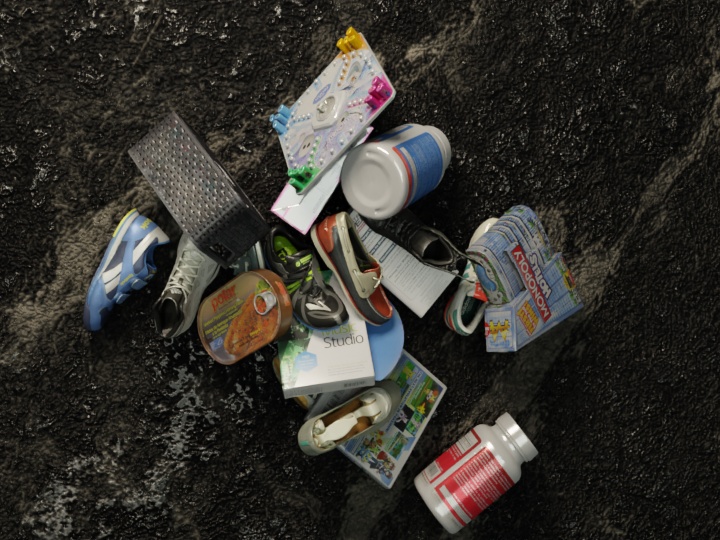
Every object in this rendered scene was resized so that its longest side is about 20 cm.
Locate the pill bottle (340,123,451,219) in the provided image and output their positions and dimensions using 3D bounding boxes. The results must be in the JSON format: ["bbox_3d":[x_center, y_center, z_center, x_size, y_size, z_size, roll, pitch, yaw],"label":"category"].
[{"bbox_3d":[0.063,-0.157,1.150,0.110,0.199,0.115,13,116,28],"label":"pill bottle"}]

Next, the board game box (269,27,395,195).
[{"bbox_3d":[-0.050,-0.237,1.110,0.200,0.202,0.026,-43,129,19],"label":"board game box"}]

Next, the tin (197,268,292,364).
[{"bbox_3d":[-0.181,0.071,1.181,0.198,0.042,0.114,-30,86,39],"label":"tin"}]

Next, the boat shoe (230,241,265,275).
[{"bbox_3d":[-0.181,-0.004,1.211,0.060,0.073,0.204,-11,105,-5],"label":"boat shoe"}]

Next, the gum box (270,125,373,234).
[{"bbox_3d":[-0.056,-0.159,1.180,0.066,0.114,0.202,33,93,-5],"label":"gum box"}]

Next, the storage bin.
[{"bbox_3d":[-0.234,-0.117,1.122,0.093,0.135,0.201,-40,70,-1],"label":"storage bin"}]

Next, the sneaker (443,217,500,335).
[{"bbox_3d":[0.200,0.015,1.247,0.069,0.093,0.203,22,95,-9],"label":"sneaker"}]

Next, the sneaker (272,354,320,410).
[{"bbox_3d":[-0.062,0.199,1.263,0.088,0.075,0.201,-44,105,-14],"label":"sneaker"}]

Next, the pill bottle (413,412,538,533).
[{"bbox_3d":[0.196,0.335,1.282,0.199,0.112,0.113,-39,100,0],"label":"pill bottle"}]

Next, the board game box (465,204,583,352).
[{"bbox_3d":[0.253,0.028,1.213,0.199,0.061,0.203,-40,110,-37],"label":"board game box"}]

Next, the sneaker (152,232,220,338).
[{"bbox_3d":[-0.264,0.014,1.181,0.074,0.115,0.204,19,95,-9],"label":"sneaker"}]

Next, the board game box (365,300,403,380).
[{"bbox_3d":[-0.028,0.111,1.231,0.195,0.039,0.161,2,55,1],"label":"board game box"}]

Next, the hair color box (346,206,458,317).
[{"bbox_3d":[0.053,-0.028,1.240,0.199,0.061,0.100,41,91,-11],"label":"hair color box"}]

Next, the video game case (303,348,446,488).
[{"bbox_3d":[0.029,0.217,1.248,0.182,0.022,0.201,41,63,-11],"label":"video game case"}]

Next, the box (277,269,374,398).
[{"bbox_3d":[-0.062,0.093,1.195,0.141,0.037,0.203,-8,56,-6],"label":"box"}]

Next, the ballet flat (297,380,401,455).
[{"bbox_3d":[-0.004,0.228,1.181,0.197,0.064,0.068,-24,86,-28],"label":"ballet flat"}]

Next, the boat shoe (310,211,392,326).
[{"bbox_3d":[0.000,0.000,1.172,0.062,0.072,0.202,-23,114,24],"label":"boat shoe"}]

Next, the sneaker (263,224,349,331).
[{"bbox_3d":[-0.090,0.012,1.177,0.070,0.083,0.201,-29,66,-20],"label":"sneaker"}]

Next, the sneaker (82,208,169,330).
[{"bbox_3d":[-0.368,0.010,1.191,0.081,0.074,0.203,26,95,-12],"label":"sneaker"}]

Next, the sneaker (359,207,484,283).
[{"bbox_3d":[0.089,-0.050,1.158,0.198,0.104,0.061,33,93,-10],"label":"sneaker"}]
